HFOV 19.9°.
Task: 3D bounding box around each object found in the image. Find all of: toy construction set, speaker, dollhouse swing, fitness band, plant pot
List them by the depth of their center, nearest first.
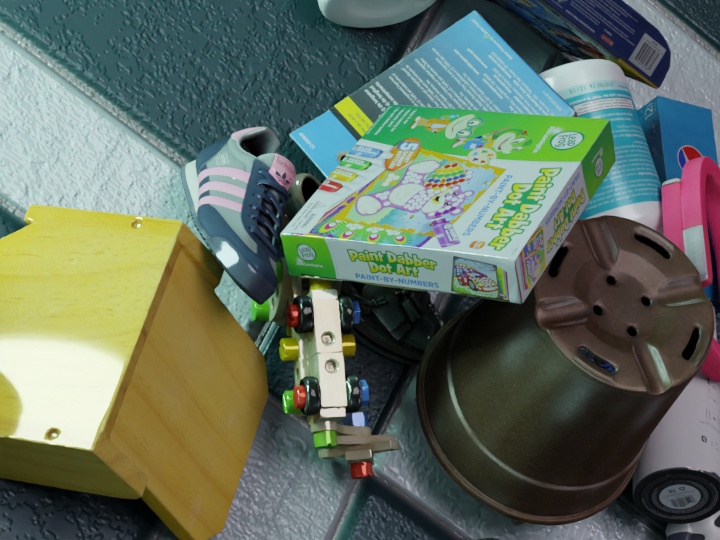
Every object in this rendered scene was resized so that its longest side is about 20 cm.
[{"bbox_3d":[-0.188,0.088,1.544,0.180,0.176,0.201,7,57,17],"label":"dollhouse swing"},{"bbox_3d":[-0.033,0.068,1.603,0.092,0.131,0.201,-17,83,-18],"label":"toy construction set"},{"bbox_3d":[0.167,0.068,1.608,0.199,0.199,0.202,9,58,-15],"label":"plant pot"},{"bbox_3d":[0.272,0.113,1.770,0.081,0.081,0.201,24,45,-21],"label":"speaker"},{"bbox_3d":[0.303,-0.001,1.773,0.144,0.037,0.201,46,38,-48],"label":"fitness band"}]

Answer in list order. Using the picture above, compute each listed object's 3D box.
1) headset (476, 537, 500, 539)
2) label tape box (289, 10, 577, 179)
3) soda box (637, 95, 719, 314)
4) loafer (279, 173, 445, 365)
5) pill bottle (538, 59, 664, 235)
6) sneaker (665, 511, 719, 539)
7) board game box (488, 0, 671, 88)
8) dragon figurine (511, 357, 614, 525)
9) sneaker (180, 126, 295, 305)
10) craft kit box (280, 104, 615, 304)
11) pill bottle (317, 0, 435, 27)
[{"bbox_3d":[0.150,0.297,1.615,0.200,0.124,0.094,39,50,14],"label":"headset"},{"bbox_3d":[0.063,-0.107,1.728,0.199,0.063,0.144,-34,59,-11],"label":"label tape box"},{"bbox_3d":[0.290,-0.054,1.893,0.067,0.064,0.201,11,64,-28],"label":"soda box"},{"bbox_3d":[0.000,0.000,1.684,0.200,0.063,0.072,42,53,-10],"label":"loafer"},{"bbox_3d":[0.205,-0.074,1.792,0.110,0.111,0.201,-6,72,-34],"label":"pill bottle"},{"bbox_3d":[0.332,0.221,1.745,0.079,0.129,0.200,37,48,-36],"label":"sneaker"},{"bbox_3d":[0.162,-0.256,1.843,0.199,0.200,0.062,31,91,-36],"label":"board game box"},{"bbox_3d":[0.162,0.143,1.725,0.199,0.059,0.100,-27,84,-38],"label":"dragon figurine"},{"bbox_3d":[-0.084,-0.052,1.580,0.070,0.082,0.200,50,9,-34],"label":"sneaker"},{"bbox_3d":[0.070,-0.056,1.569,0.200,0.196,0.049,-53,142,-46],"label":"craft kit box"},{"bbox_3d":[0.001,-0.326,1.803,0.113,0.114,0.201,1,68,-32],"label":"pill bottle"}]
